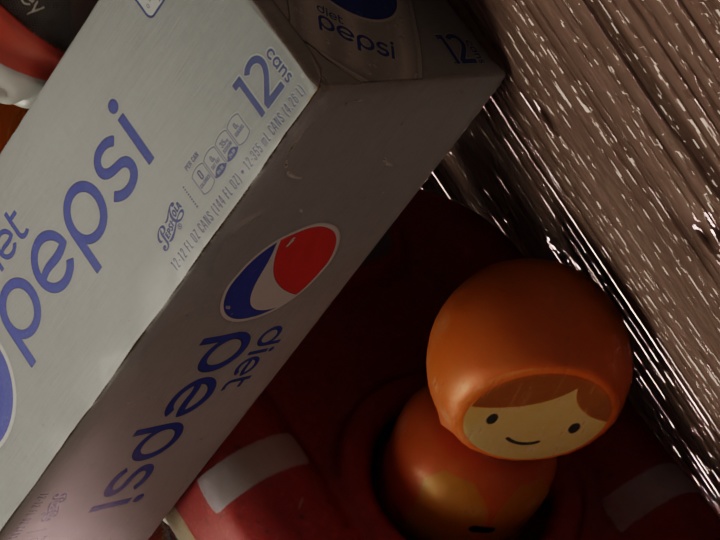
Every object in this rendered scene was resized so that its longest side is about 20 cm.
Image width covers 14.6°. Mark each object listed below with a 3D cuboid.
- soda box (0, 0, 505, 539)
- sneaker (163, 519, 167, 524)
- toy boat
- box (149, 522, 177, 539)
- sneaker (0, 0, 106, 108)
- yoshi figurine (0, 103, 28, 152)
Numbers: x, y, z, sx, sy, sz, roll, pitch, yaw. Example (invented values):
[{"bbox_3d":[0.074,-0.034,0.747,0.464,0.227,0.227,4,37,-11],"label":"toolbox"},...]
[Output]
[{"bbox_3d":[-0.054,0.001,0.678,0.068,0.200,0.064,-9,-125,-48],"label":"soda box"},{"bbox_3d":[-0.056,0.034,0.864,0.199,0.077,0.081,32,176,28],"label":"sneaker"},{"bbox_3d":[0.032,0.048,0.725,0.200,0.130,0.131,54,146,21],"label":"toy boat"},{"bbox_3d":[-0.059,0.131,0.981,0.200,0.095,0.100,47,-138,-20],"label":"box"},{"bbox_3d":[-0.037,-0.078,0.709,0.077,0.082,0.200,58,-160,10],"label":"sneaker"},{"bbox_3d":[-0.186,-0.051,0.854,0.199,0.113,0.112,22,147,-10],"label":"yoshi figurine"}]
